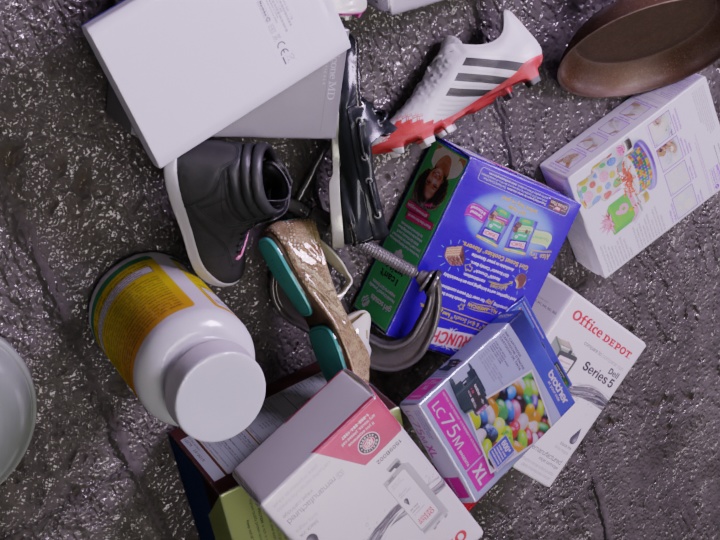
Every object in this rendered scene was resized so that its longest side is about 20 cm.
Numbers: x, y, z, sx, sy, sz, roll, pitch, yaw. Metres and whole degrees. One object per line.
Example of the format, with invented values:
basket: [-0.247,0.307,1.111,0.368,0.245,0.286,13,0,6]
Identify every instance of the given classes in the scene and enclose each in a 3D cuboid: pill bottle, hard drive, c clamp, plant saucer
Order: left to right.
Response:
plant saucer: [-0.380,0.143,1.200,0.199,0.050,0.202,-12,117,-26]
pill bottle: [-0.161,0.069,1.202,0.112,0.200,0.114,-13,118,-25]
hard drive: [-0.115,-0.193,1.119,0.199,0.025,0.133,-34,121,-15]
c clamp: [0.000,0.000,1.322,0.199,0.027,0.171,34,100,-5]
plant saucer: [0.293,-0.238,1.376,0.199,0.200,0.037,-1,69,-30]

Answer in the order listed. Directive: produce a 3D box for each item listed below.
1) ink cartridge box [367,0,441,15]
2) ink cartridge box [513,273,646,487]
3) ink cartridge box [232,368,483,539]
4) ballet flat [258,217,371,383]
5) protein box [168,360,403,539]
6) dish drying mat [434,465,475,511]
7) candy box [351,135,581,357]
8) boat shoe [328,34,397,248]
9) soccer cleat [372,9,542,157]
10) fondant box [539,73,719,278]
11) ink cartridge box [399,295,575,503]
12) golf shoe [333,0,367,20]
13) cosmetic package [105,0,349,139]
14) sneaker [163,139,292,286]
ink cartridge box: [0.085,-0.336,1.236,0.199,0.086,0.148,-20,120,-20]
ink cartridge box: [0.203,0.119,1.513,0.145,0.084,0.201,32,93,-37]
ink cartridge box: [0.001,0.217,1.259,0.146,0.083,0.200,-42,117,-9]
ballet flat: [-0.026,0.038,1.292,0.065,0.070,0.201,-30,103,-25]
protein box: [-0.060,0.229,1.374,0.199,0.135,0.200,-24,122,-20]
dish drying mat: [0.065,0.255,1.367,0.200,0.018,0.077,-46,127,-11]
candy box: [0.111,-0.014,1.404,0.168,0.077,0.201,19,100,-36]
boat shoe: [0.003,-0.122,1.265,0.065,0.075,0.202,0,92,-2]
soccer cleat: [0.084,-0.181,1.325,0.199,0.069,0.086,-29,92,-1]
fondant box: [0.308,-0.109,1.490,0.199,0.058,0.145,-37,125,-13]
ink cartridge box: [0.140,0.126,1.362,0.200,0.042,0.120,-39,105,-33]
golf shoe: [-0.084,-0.271,1.169,0.198,0.075,0.092,-1,113,-27]
cosmetic package: [-0.117,-0.175,1.190,0.198,0.090,0.108,-3,110,-26]
sneaker: [-0.105,-0.046,1.216,0.098,0.071,0.201,2,146,11]
